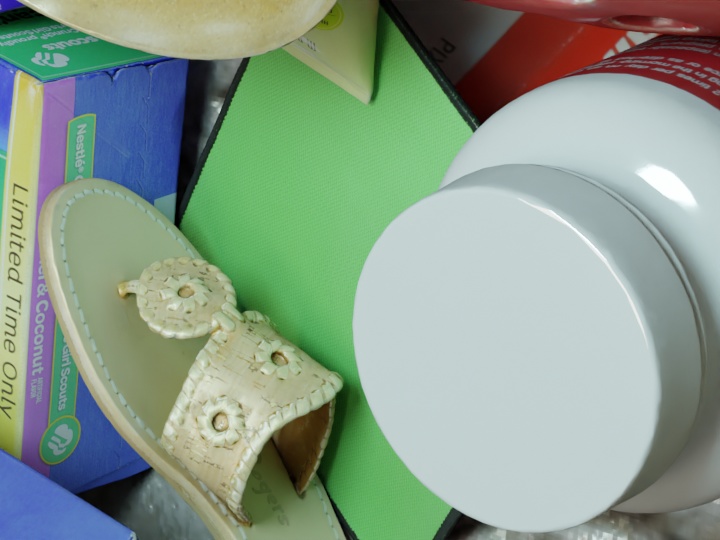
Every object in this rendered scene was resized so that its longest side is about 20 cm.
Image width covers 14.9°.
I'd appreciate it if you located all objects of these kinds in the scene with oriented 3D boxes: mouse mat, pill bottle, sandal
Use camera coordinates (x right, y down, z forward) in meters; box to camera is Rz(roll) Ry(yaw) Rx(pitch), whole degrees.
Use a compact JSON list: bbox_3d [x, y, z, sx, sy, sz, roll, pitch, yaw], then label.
[{"bbox_3d":[0.000,0.000,0.898,0.161,0.008,0.200,55,146,19],"label":"mouse mat"},{"bbox_3d":[0.088,-0.005,0.716,0.112,0.200,0.113,12,112,32],"label":"pill bottle"},{"bbox_3d":[-0.027,0.056,0.922,0.069,0.078,0.212,-18,100,39],"label":"sandal"}]

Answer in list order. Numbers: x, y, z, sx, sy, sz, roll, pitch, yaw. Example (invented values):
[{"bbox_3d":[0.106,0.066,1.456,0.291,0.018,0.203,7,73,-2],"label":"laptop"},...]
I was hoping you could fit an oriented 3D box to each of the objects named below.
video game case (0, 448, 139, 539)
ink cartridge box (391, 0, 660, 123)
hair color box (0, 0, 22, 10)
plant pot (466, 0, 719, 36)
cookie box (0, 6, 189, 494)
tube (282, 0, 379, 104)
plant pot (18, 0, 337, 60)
[{"bbox_3d":[-0.131,0.117,0.985,0.200,0.045,0.182,27,153,35],"label":"video game case"},{"bbox_3d":[0.043,-0.103,0.849,0.162,0.050,0.200,-45,65,38],"label":"ink cartridge box"},{"bbox_3d":[-0.193,-0.123,0.934,0.109,0.199,0.065,-119,15,-48],"label":"hair color box"},{"bbox_3d":[0.102,-0.149,0.673,0.182,0.200,0.201,16,112,8],"label":"plant pot"},{"bbox_3d":[-0.161,-0.030,1.022,0.200,0.075,0.172,26,121,36],"label":"cookie box"},{"bbox_3d":[-0.016,-0.125,0.779,0.200,0.052,0.058,103,156,-57],"label":"tube"},{"bbox_3d":[-0.081,-0.139,0.744,0.199,0.028,0.200,25,149,17],"label":"plant pot"}]
